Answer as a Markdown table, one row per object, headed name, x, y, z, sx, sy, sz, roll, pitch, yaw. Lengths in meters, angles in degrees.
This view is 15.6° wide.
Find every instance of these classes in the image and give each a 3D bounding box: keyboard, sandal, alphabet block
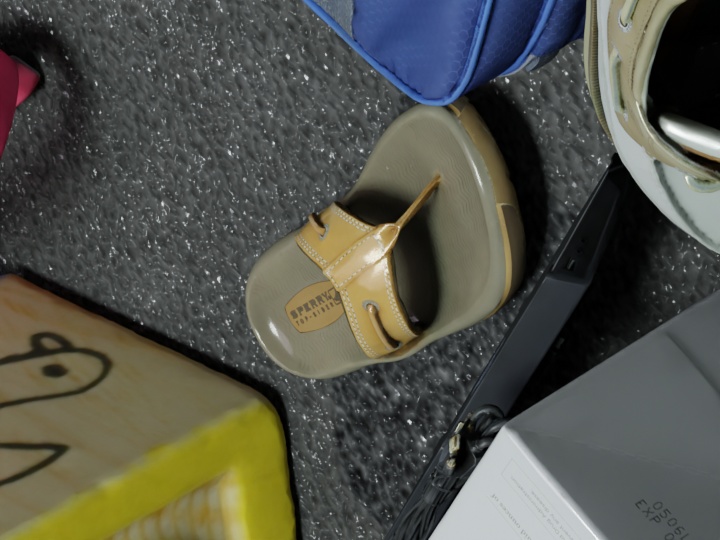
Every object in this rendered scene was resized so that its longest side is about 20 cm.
| name | x | y | z | sx | sy | sz | roll | pitch | yaw |
| --- | --- | --- | --- | --- | --- | --- | --- | --- | --- |
| keyboard | 0.043 | 0.054 | 0.930 | 0.021 | 0.127 | 0.200 | 30 | 140 | 3 |
| sandal | 0.000 | 0.000 | 1.003 | 0.081 | 0.054 | 0.200 | 61 | 145 | 4 |
| alphabet block | -0.158 | 0.145 | 1.185 | 0.200 | 0.195 | 0.197 | 22 | 130 | 43 |

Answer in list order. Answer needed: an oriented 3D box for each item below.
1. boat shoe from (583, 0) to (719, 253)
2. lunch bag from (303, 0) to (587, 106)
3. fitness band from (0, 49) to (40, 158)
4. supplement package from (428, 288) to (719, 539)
| name | x | y | z | sx | sy | sz | roll | pitch | yaw |
| --- | --- | --- | --- | --- | --- | --- | --- | --- | --- |
| boat shoe | 0.102 | -0.056 | 0.756 | 0.200 | 0.074 | 0.069 | 61 | -167 | -52 |
| lunch bag | 0.039 | -0.158 | 0.780 | 0.136 | 0.132 | 0.201 | 41 | 140 | 29 |
| fitness band | -0.210 | -0.031 | 1.181 | 0.037 | 0.144 | 0.200 | 37 | 149 | -18 |
| supplement package | 0.092 | 0.122 | 0.905 | 0.121 | 0.120 | 0.200 | 49 | 143 | 16 |
